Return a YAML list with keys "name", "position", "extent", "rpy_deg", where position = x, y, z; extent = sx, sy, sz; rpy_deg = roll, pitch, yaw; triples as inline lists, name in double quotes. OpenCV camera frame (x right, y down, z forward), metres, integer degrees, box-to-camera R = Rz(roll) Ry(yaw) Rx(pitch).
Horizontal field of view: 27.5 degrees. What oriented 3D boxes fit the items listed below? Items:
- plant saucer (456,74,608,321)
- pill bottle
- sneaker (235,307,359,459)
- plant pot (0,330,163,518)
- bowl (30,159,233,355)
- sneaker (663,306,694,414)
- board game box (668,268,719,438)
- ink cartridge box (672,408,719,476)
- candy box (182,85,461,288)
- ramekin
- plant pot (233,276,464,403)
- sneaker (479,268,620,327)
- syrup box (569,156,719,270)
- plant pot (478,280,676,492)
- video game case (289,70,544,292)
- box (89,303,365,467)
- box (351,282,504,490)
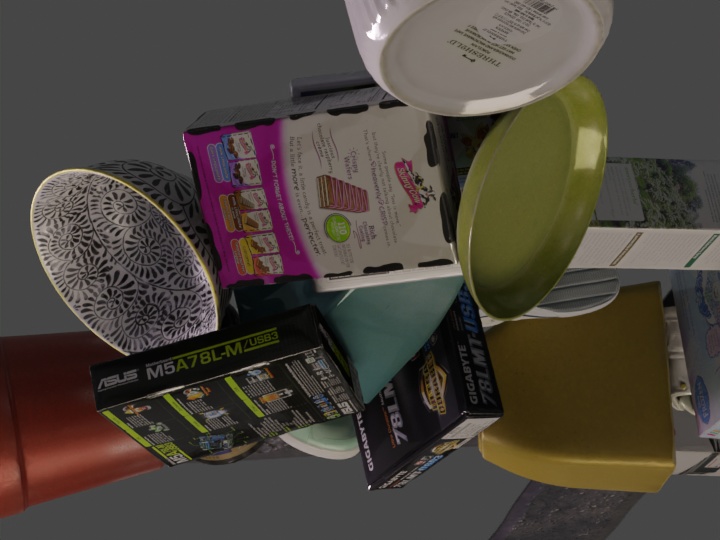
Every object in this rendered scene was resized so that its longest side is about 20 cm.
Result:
- name: "plant saucer"
  position: [0.131, -0.060, 1.152]
  extent: [0.031, 0.201, 0.200]
  rpy_deg: [22, 169, 32]
- name: "pill bottle"
  position: [-0.154, 0.091, 1.397]
  extent: [0.111, 0.112, 0.201]
  rpy_deg: [-11, 143, 6]
- name: "sneaker"
  position: [-0.060, 0.108, 1.514]
  extent: [0.200, 0.074, 0.118]
  rpy_deg: [39, 135, -4]
- name: "plant pot"
  position: [-0.307, 0.145, 1.494]
  extent: [0.194, 0.202, 0.201]
  rpy_deg: [-9, 154, -17]
- name: "bowl"
  position: [-0.175, -0.023, 1.256]
  extent: [0.200, 0.094, 0.202]
  rpy_deg: [21, 134, 24]
- name: "sneaker"
  position: [0.370, 0.105, 1.627]
  extent: [0.073, 0.117, 0.200]
  rpy_deg: [-6, 171, 26]
- name: "board game box"
  position: [0.377, 0.034, 1.435]
  extent: [0.043, 0.201, 0.199]
  rpy_deg: [6, 150, -17]
- name: "ink cartridge box"
  position: [0.399, 0.163, 1.750]
  extent: [0.199, 0.146, 0.084]
  rpy_deg: [6, 150, -24]
- name: "candy box"
  position: [-0.025, -0.067, 1.155]
  extent: [0.198, 0.061, 0.137]
  rpy_deg: [-5, 112, 17]
- name: "ramekin"
  position: [0.082, -0.194, 1.022]
  extent: [0.198, 0.106, 0.201]
  rpy_deg: [-6, 152, -3]
- name: "plant pot"
  position: [0.000, 0.000, 1.347]
  extent: [0.141, 0.142, 0.200]
  rpy_deg: [15, 134, -38]
- name: "sneaker"
  position: [0.163, 0.018, 1.507]
  extent: [0.198, 0.074, 0.071]
  rpy_deg: [-2, 169, 2]
- name: "syrup box"
  position: [0.267, -0.052, 1.372]
  extent: [0.198, 0.079, 0.082]
  rpy_deg: [1, 151, -17]
- name: "plant pot"
  position: [0.223, 0.132, 1.583]
  extent: [0.198, 0.197, 0.194]
  rpy_deg: [-2, 164, 5]
- name: "video game case"
  position: [0.050, -0.079, 1.209]
  extent: [0.198, 0.022, 0.184]
  rpy_deg: [-7, 113, -2]
- name: "box"
  position: [-0.106, 0.102, 1.251]
  extent: [0.192, 0.048, 0.200]
  rpy_deg: [-14, 158, 6]
- name: "box"
  position: [0.050, 0.090, 1.454]
  extent: [0.049, 0.201, 0.198]
  rpy_deg: [4, 152, -32]
